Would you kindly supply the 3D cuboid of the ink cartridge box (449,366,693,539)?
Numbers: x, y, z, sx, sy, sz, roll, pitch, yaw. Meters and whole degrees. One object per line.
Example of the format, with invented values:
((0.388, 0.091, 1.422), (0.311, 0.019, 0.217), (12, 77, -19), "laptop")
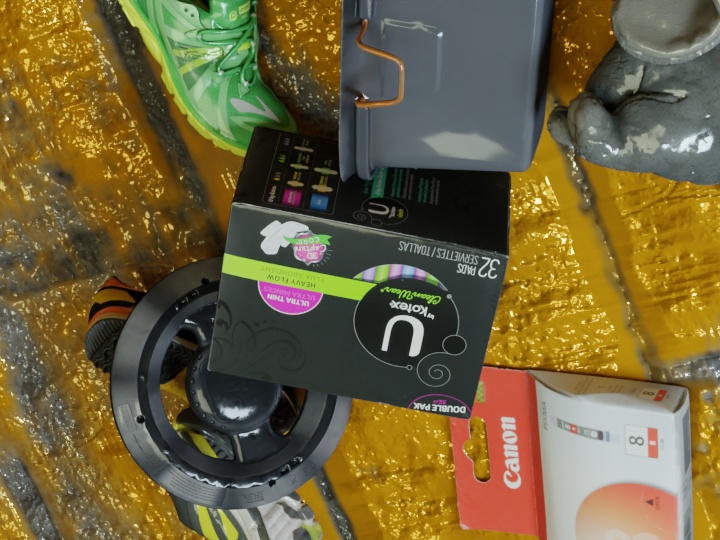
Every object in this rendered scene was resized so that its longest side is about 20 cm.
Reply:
((0.159, 0.159, 1.402), (0.198, 0.050, 0.163), (4, 117, 21), "ink cartridge box")

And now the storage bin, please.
((0.061, -0.157, 1.233), (0.133, 0.146, 0.201), (7, 120, 11), "storage bin")

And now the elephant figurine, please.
((0.202, -0.167, 1.165), (0.154, 0.142, 0.202), (10, 107, -12), "elephant figurine")

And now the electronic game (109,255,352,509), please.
((-0.101, 0.089, 1.422), (0.201, 0.200, 0.042), (55, 164, -10), "electronic game")

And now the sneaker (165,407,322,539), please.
((-0.106, 0.211, 1.555), (0.201, 0.074, 0.085), (54, 132, 3), "sneaker")

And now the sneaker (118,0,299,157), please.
((-0.109, -0.169, 1.339), (0.083, 0.074, 0.201), (-29, 101, 39), "sneaker")

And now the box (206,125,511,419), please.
((0.000, 0.000, 1.316), (0.198, 0.125, 0.149), (10, 122, -1), "box")

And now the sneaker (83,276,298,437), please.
((-0.135, 0.067, 1.488), (0.199, 0.090, 0.070), (28, 121, -23), "sneaker")
